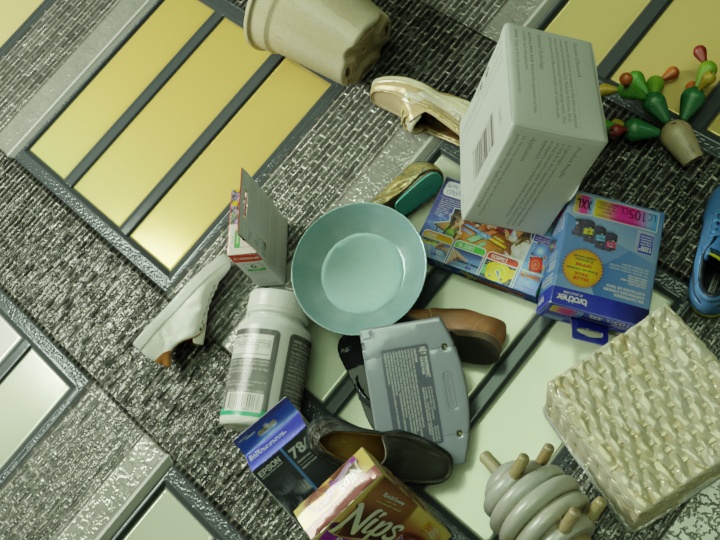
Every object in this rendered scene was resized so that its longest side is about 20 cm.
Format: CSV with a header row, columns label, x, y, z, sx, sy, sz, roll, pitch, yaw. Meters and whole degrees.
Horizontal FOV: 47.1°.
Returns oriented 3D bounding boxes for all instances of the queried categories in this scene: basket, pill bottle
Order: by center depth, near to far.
label,x,y,z,sx,sy,sz,roll,pitch,yaw
basket,0.357,0.185,1.019,0.198,0.161,0.200,-34,66,0
pill bottle,-0.132,0.135,1.203,0.113,0.113,0.200,3,70,17

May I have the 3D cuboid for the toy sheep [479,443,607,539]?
label,x,y,z,sx,sy,sz,roll,pitch,yaw
toy sheep,0.221,0.297,1.031,0.138,0.138,0.200,-39,51,-1

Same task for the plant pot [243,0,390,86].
label,x,y,z,sx,sy,sz,roll,pitch,yaw
plant pot,-0.059,-0.407,1.365,0.183,0.200,0.201,37,83,13

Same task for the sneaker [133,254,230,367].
label,x,y,z,sx,sy,sz,roll,pitch,yaw
sneaker,-0.261,0.067,1.304,0.085,0.073,0.200,41,77,-5

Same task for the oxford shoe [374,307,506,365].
label,x,y,z,sx,sy,sz,roll,pitch,yaw
oxford shoe,0.114,0.082,1.191,0.200,0.071,0.071,12,43,23

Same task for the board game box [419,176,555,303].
label,x,y,z,sx,sy,sz,roll,pitch,yaw
board game box,0.193,-0.048,1.223,0.200,0.034,0.136,22,76,22

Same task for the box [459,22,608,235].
label,x,y,z,sx,sy,sz,roll,pitch,yaw
box,0.229,-0.192,1.141,0.130,0.199,0.200,11,54,-9

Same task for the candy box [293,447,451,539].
label,x,y,z,sx,sy,sz,roll,pitch,yaw
candy box,0.020,0.319,1.039,0.117,0.200,0.056,-42,42,-3

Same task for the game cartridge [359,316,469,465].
label,x,y,z,sx,sy,sz,roll,pitch,yaw
game cartridge,0.079,0.169,1.124,0.133,0.042,0.201,-9,87,1

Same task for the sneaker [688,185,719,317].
label,x,y,z,sx,sy,sz,roll,pitch,yaw
sneaker,0.489,-0.037,1.112,0.066,0.078,0.200,12,72,22

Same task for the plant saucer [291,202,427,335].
label,x,y,z,sx,sy,sz,roll,pitch,yaw
plant saucer,0.000,0.000,1.200,0.200,0.039,0.202,-4,72,12

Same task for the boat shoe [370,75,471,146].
label,x,y,z,sx,sy,sz,roll,pitch,yaw
boat shoe,0.096,-0.250,1.308,0.200,0.074,0.069,21,71,22

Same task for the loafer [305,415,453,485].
label,x,y,z,sx,sy,sz,roll,pitch,yaw
loafer,0.027,0.240,1.065,0.199,0.072,0.073,12,86,-6

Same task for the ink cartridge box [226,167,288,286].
label,x,y,z,sx,sy,sz,roll,pitch,yaw
ink cartridge box,-0.164,-0.061,1.239,0.050,0.200,0.109,-5,68,14

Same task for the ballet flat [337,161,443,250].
label,x,y,z,sx,sy,sz,roll,pitch,yaw
ballet flat,0.039,-0.098,1.277,0.200,0.071,0.071,-40,64,-1

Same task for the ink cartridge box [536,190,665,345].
label,x,y,z,sx,sy,sz,roll,pitch,yaw
ink cartridge box,0.324,0.007,1.125,0.136,0.076,0.200,14,75,2

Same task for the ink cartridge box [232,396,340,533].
label,x,y,z,sx,sy,sz,roll,pitch,yaw
ink cartridge box,-0.074,0.278,1.116,0.099,0.039,0.200,-41,98,-1

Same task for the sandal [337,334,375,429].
label,x,y,z,sx,sy,sz,roll,pitch,yaw
sandal,0.025,0.171,1.181,0.076,0.043,0.200,-36,66,0

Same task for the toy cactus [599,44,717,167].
label,x,y,z,sx,sy,sz,roll,pitch,yaw
toy cactus,0.445,-0.231,1.200,0.200,0.102,0.165,-26,74,-4
